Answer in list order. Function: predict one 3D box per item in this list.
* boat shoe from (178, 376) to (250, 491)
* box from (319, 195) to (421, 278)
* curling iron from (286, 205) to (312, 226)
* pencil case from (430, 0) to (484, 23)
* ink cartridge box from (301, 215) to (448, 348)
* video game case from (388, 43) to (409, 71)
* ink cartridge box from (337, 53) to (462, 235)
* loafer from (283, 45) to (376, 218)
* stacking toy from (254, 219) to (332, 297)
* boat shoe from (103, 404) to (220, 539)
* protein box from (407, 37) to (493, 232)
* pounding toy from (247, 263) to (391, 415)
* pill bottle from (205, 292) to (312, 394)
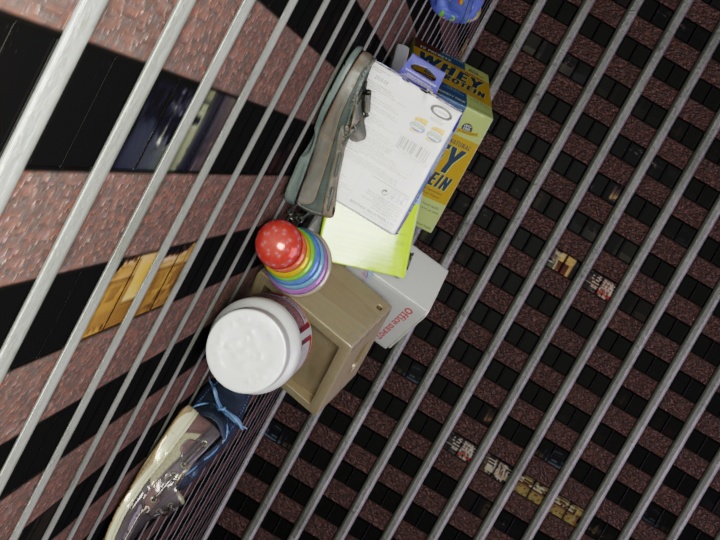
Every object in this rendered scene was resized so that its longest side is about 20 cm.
[{"bbox_3d":[-0.192,0.207,1.504,0.069,0.084,0.202,-44,-165,54],"label":"boat shoe"},{"bbox_3d":[0.019,-0.102,1.481,0.048,0.120,0.204,-125,-133,-82],"label":"box"},{"bbox_3d":[-0.065,-0.090,1.505,0.049,0.026,0.200,-36,-173,7],"label":"curling iron"},{"bbox_3d":[0.154,-0.421,1.605,0.201,0.076,0.088,114,-23,-64],"label":"pencil case"},{"bbox_3d":[0.000,0.000,1.611,0.086,0.199,0.148,-60,-171,-32],"label":"ink cartridge box"},{"bbox_3d":[0.016,-0.186,1.630,0.183,0.022,0.202,116,-10,-51],"label":"video game case"},{"bbox_3d":[0.035,-0.163,1.409,0.202,0.135,0.076,-61,179,6],"label":"ink cartridge box"},{"bbox_3d":[-0.020,-0.148,1.279,0.202,0.062,0.072,-62,177,32],"label":"loafer"},{"bbox_3d":[-0.082,-0.018,1.356,0.086,0.084,0.200,-60,174,-3],"label":"stacking toy"},{"bbox_3d":[-0.237,0.260,1.391,0.202,0.064,0.072,-60,179,-16],"label":"boat shoe"},{"bbox_3d":[0.095,-0.208,1.764,0.199,0.133,0.202,-83,-162,-61],"label":"protein box"},{"bbox_3d":[-0.074,0.067,1.568,0.142,0.183,0.201,-41,165,-43],"label":"pounding toy"},{"bbox_3d":[-0.118,0.084,1.353,0.111,0.108,0.200,-60,177,3],"label":"pill bottle"}]
